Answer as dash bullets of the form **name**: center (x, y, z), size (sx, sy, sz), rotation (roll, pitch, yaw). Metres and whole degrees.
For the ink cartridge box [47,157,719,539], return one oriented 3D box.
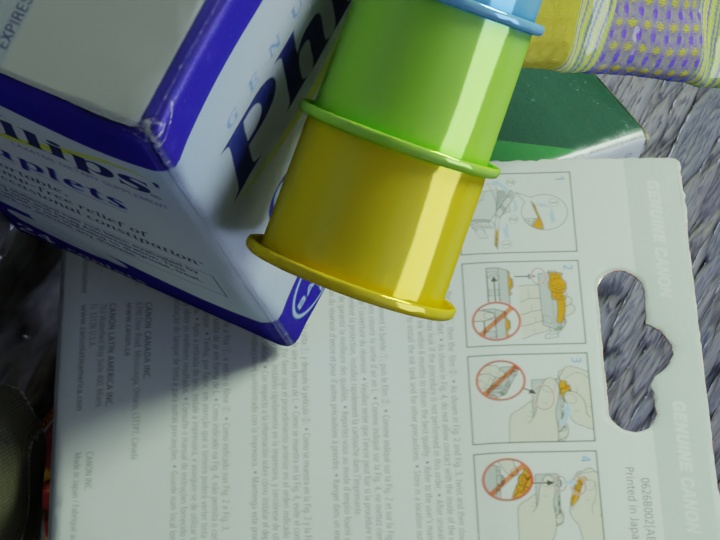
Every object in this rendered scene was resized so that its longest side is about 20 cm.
- **ink cartridge box**: center (0.005, 0.039, 0.891), size (0.050, 0.199, 0.163), rotation (92, -2, -51)

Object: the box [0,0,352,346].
- **box**: center (-0.038, -0.099, 0.809), size (0.184, 0.105, 0.200), rotation (-62, 164, -10)

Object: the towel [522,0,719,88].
- **towel**: center (0.099, -0.125, 0.892), size (0.200, 0.023, 0.144), rotation (3, 110, -55)

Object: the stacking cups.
- **stacking cups**: center (0.030, -0.089, 0.750), size (0.201, 0.060, 0.060), rotation (-70, 164, 8)

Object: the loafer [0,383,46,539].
- **loafer**: center (-0.121, 0.113, 0.921), size (0.070, 0.075, 0.200), rotation (-46, 156, -37)

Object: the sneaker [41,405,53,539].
- **sneaker**: center (-0.102, 0.116, 1.034), size (0.077, 0.073, 0.200), rotation (-102, -159, -59)

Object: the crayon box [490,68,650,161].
- **crayon box**: center (0.000, 0.000, 1.060), size (0.200, 0.051, 0.127), rotation (-18, 147, -33)
